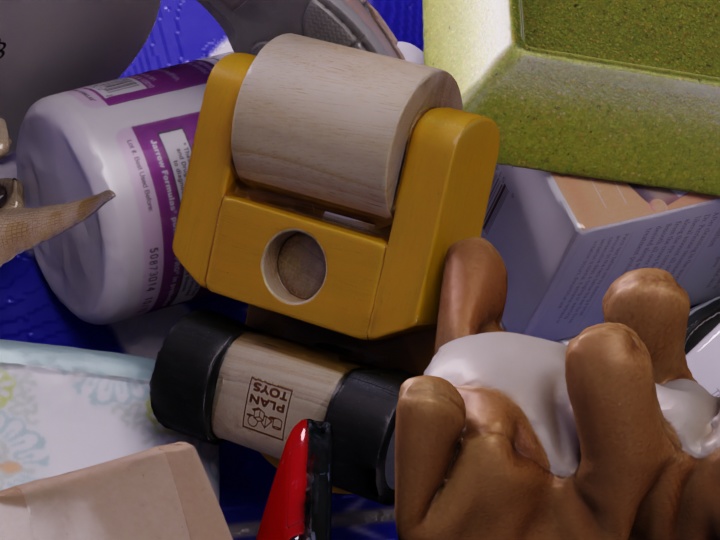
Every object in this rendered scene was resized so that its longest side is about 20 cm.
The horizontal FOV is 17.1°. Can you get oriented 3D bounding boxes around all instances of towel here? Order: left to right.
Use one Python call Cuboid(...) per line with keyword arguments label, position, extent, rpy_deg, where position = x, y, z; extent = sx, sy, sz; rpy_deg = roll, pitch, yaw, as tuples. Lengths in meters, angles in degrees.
Cuboid(label="towel", position=(-0.160, 0.111, 1.047), extent=(0.199, 0.048, 0.172), rpy_deg=(7, 56, -13))

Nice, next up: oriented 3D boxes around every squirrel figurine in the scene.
Cuboid(label="squirrel figurine", position=(0.114, 0.099, 0.944), extent=(0.186, 0.201, 0.142), rpy_deg=(5, 19, 9))

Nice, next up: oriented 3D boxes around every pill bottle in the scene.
Cuboid(label="pill bottle", position=(-0.056, -0.050, 1.155), extent=(0.199, 0.112, 0.113), rpy_deg=(-16, 61, -27))

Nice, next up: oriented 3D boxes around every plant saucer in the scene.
Cuboid(label="plant saucer", position=(0.131, -0.136, 1.184), extent=(0.199, 0.048, 0.201), rpy_deg=(8, 54, -11))

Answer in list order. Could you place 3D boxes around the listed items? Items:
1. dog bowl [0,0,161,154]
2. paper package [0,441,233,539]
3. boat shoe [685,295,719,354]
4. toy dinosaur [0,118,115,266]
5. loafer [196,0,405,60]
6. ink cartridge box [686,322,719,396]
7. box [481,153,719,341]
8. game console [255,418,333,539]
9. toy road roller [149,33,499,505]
Cuboid(label="dog bowl", position=(-0.195, -0.129, 1.110), extent=(0.199, 0.200, 0.079), rpy_deg=(-16, 64, -27))
Cuboid(label="paper package", position=(-0.094, 0.187, 0.886), extent=(0.103, 0.191, 0.201), rpy_deg=(-15, 74, -24))
Cuboid(label="boat shoe", position=(0.237, 0.024, 1.232), extent=(0.199, 0.057, 0.069), rpy_deg=(-14, 61, -27))
Cuboid(label="toy dinosaur", position=(-0.178, -0.017, 1.094), extent=(0.199, 0.058, 0.101), rpy_deg=(-17, 43, 22))
Cuboid(label="loafer", position=(-0.035, -0.127, 1.077), extent=(0.200, 0.072, 0.063), rpy_deg=(46, 40, -21))
Cuboid(label="ink cartridge box", position=(0.167, 0.121, 1.028), extent=(0.086, 0.200, 0.147), rpy_deg=(38, 12, -46))
Cuboid(label="box", position=(0.147, -0.068, 1.238), extent=(0.199, 0.107, 0.153), rpy_deg=(-14, 60, -26))
Cuboid(label="game console", position=(0.011, 0.183, 0.946), extent=(0.118, 0.200, 0.173), rpy_deg=(8, 53, -8))
Cuboid(label="toy road roller", position=(0.000, 0.000, 1.068), extent=(0.122, 0.201, 0.146), rpy_deg=(16, 12, 25))
